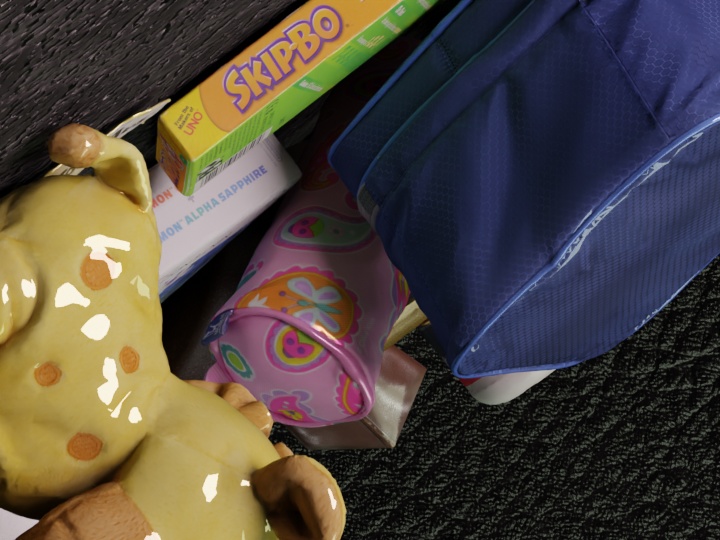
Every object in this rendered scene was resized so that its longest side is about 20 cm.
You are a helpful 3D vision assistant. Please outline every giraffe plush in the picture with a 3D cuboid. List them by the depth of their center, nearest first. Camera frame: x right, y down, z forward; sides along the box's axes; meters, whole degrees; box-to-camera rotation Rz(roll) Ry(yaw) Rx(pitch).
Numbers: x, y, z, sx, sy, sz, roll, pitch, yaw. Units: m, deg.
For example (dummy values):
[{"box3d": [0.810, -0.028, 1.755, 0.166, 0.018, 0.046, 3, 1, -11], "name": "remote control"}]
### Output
[{"box3d": [-0.096, 0.062, 0.660, 0.200, 0.162, 0.173, -37, 179, -9], "name": "giraffe plush"}]

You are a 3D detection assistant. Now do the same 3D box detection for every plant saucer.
[{"box3d": [-0.104, 0.041, 1.001, 0.200, 0.037, 0.201, -39, -147, 31], "name": "plant saucer"}]

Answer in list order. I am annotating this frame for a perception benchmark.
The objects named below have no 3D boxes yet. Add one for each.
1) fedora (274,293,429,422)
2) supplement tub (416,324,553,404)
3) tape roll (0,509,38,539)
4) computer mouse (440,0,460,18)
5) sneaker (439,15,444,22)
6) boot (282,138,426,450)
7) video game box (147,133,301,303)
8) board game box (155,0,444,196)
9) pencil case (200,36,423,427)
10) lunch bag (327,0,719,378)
[{"box3d": [0.000, 0.000, 1.041, 0.200, 0.082, 0.201, -37, 180, 0], "name": "fedora"}, {"box3d": [0.070, -0.030, 1.238, 0.140, 0.200, 0.140, -39, 179, 0], "name": "supplement tub"}, {"box3d": [-0.156, 0.149, 0.873, 0.202, 0.071, 0.203, -16, 152, -9], "name": "tape roll"}, {"box3d": [0.101, -0.178, 0.886, 0.200, 0.034, 0.059, -43, 161, -23], "name": "computer mouse"}, {"box3d": [0.089, -0.121, 1.087, 0.082, 0.070, 0.200, -15, 180, -1], "name": "sneaker"}, {"box3d": [-0.007, 0.022, 1.188, 0.186, 0.200, 0.064, -30, -143, 23], "name": "boot"}, {"box3d": [-0.139, 0.025, 0.873, 0.182, 0.047, 0.200, -35, 177, -46], "name": "video game box"}, {"box3d": [0.006, -0.103, 0.768, 0.200, 0.030, 0.096, -36, 179, -9], "name": "board game box"}, {"box3d": [-0.005, -0.019, 0.918, 0.087, 0.087, 0.200, -39, -160, 50], "name": "pencil case"}, {"box3d": [0.091, -0.065, 0.818, 0.200, 0.132, 0.136, -46, 154, 29], "name": "lunch bag"}]
